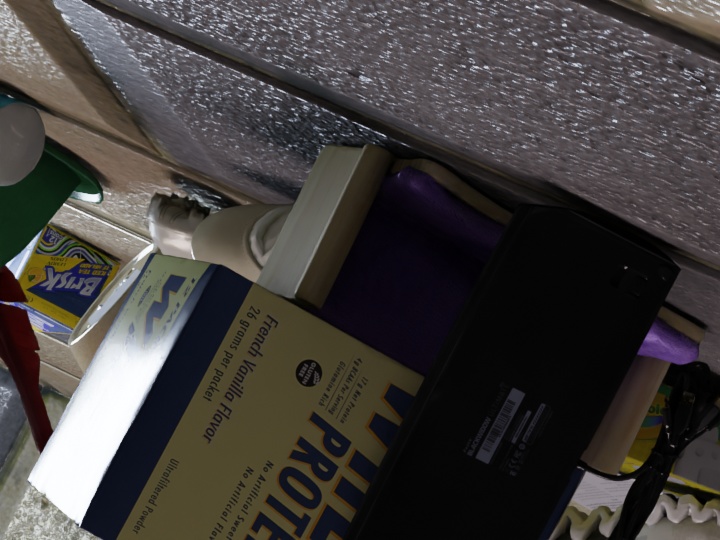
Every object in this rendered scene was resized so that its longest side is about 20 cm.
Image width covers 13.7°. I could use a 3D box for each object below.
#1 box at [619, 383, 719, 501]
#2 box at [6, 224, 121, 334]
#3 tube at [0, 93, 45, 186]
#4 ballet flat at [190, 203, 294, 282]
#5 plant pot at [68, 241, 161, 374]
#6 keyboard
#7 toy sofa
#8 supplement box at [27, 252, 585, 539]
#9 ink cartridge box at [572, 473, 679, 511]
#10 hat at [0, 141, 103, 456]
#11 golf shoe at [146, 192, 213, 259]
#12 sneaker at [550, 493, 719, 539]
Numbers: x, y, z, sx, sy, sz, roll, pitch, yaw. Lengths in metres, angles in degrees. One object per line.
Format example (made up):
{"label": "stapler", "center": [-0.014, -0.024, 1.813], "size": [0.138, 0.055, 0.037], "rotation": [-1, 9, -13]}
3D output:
{"label": "box", "center": [0.164, 0.091, 1.587], "size": [0.200, 0.048, 0.117], "rotation": [19, 173, -16]}
{"label": "box", "center": [-0.251, 0.006, 2.306], "size": [0.070, 0.064, 0.200], "rotation": [29, 170, -17]}
{"label": "tube", "center": [-0.270, -0.103, 1.781], "size": [0.200, 0.050, 0.077], "rotation": [25, 158, 39]}
{"label": "ballet flat", "center": [0.000, 0.000, 1.578], "size": [0.200, 0.070, 0.069], "rotation": [22, 171, 16]}
{"label": "plant pot", "center": [-0.088, 0.079, 1.968], "size": [0.200, 0.187, 0.187], "rotation": [42, 168, -11]}
{"label": "keyboard", "center": [0.082, 0.078, 1.313], "size": [0.127, 0.200, 0.021], "rotation": [27, -172, -6]}
{"label": "toy sofa", "center": [0.059, 0.021, 1.426], "size": [0.200, 0.083, 0.098], "rotation": [31, 171, -27]}
{"label": "supplement box", "center": [-0.031, 0.097, 1.418], "size": [0.200, 0.134, 0.200], "rotation": [29, 175, -12]}
{"label": "ink cartridge box", "center": [0.179, 0.133, 1.868], "size": [0.200, 0.043, 0.196], "rotation": [27, 170, -8]}
{"label": "hat", "center": [-0.266, -0.008, 1.878], "size": [0.200, 0.176, 0.166], "rotation": [22, 170, 27]}
{"label": "golf shoe", "center": [-0.080, 0.023, 1.799], "size": [0.078, 0.097, 0.200], "rotation": [23, 169, 32]}
{"label": "sneaker", "center": [0.143, 0.163, 1.591], "size": [0.200, 0.081, 0.075], "rotation": [-8, 157, 35]}
